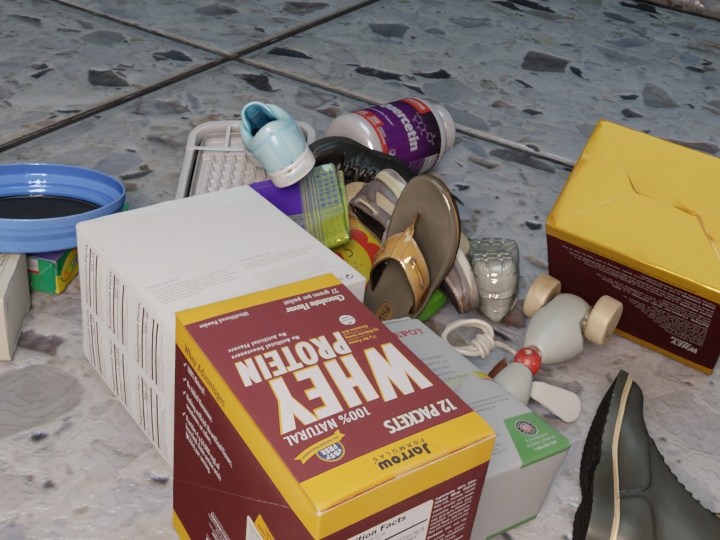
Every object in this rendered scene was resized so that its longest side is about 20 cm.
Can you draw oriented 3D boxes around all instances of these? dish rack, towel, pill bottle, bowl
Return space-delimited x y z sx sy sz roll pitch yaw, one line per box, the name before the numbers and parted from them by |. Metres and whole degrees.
dish rack | -0.143 -0.109 1.074 0.167 0.044 0.203 0 49 2
towel | -0.111 -0.056 0.965 0.195 0.023 0.145 -12 44 3
pill bottle | 0.047 -0.185 1.226 0.112 0.114 0.198 32 39 34
bowl | -0.351 -0.069 0.902 0.196 0.040 0.201 5 22 -2

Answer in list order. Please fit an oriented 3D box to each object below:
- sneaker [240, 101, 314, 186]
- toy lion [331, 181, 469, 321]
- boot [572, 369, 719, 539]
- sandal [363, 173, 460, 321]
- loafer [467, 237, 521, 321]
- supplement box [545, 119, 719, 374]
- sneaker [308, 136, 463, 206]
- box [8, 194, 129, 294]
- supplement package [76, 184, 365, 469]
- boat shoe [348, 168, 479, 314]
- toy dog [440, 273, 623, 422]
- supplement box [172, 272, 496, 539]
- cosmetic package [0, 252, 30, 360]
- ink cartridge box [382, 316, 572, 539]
sneaker | -0.107 -0.166 0.989 0.073 0.083 0.200 -33 27 -8
toy lion | 0.000 0.000 0.957 0.197 0.069 0.192 27 52 17
boot | 0.263 0.188 0.733 0.136 0.078 0.202 18 46 9
sandal | 0.035 0.003 0.839 0.081 0.203 0.054 34 15 23
loafer | 0.155 0.005 0.998 0.068 0.071 0.200 0 13 11
supplement box | 0.314 -0.020 0.899 0.195 0.201 0.134 24 72 24
sneaker | 0.027 -0.107 1.053 0.197 0.061 0.105 6 32 -39
box | -0.356 -0.053 0.984 0.115 0.049 0.201 11 30 4
supplement package | -0.133 0.044 0.784 0.189 0.150 0.199 -17 39 -36
boat shoe | 0.054 -0.021 0.907 0.073 0.075 0.201 -31 53 -8
toy dog | 0.182 0.092 0.865 0.197 0.098 0.132 -26 46 -21
supplement box | -0.033 0.148 0.590 0.131 0.204 0.197 -14 37 -32
cosmetic package | -0.429 0.028 0.811 0.195 0.074 0.104 3 31 -10
ink cartridge box | 0.053 0.133 0.723 0.143 0.089 0.199 -6 35 -43
